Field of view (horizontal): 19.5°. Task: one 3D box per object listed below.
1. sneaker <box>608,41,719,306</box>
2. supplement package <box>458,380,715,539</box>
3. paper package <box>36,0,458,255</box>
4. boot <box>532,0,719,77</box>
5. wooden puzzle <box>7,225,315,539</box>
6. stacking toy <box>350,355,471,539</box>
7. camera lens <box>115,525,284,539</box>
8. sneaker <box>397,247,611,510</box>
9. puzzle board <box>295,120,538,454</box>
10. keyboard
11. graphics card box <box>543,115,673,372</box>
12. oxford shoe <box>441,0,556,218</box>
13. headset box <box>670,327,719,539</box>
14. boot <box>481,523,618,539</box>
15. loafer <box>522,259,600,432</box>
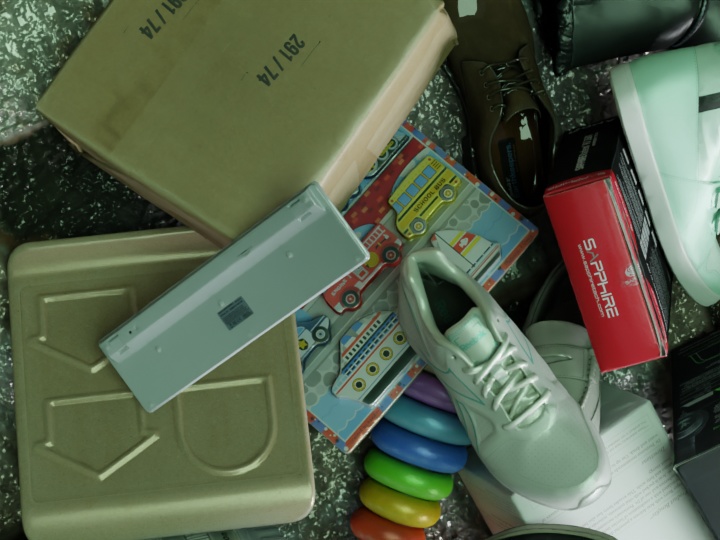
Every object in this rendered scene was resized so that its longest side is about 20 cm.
[{"bbox_3d":[0.253,-0.067,1.441,0.118,0.074,0.201,-17,123,11],"label":"sneaker"},{"bbox_3d":[0.175,0.194,1.473,0.121,0.120,0.200,-32,105,-12],"label":"supplement package"},{"bbox_3d":[-0.071,-0.124,1.333,0.190,0.103,0.200,33,84,10],"label":"paper package"},{"bbox_3d":[0.207,-0.163,1.471,0.162,0.073,0.199,-8,96,-17],"label":"boot"},{"bbox_3d":[-0.130,0.074,1.359,0.185,0.046,0.201,-6,72,-3],"label":"wooden puzzle"},{"bbox_3d":[0.033,0.145,1.445,0.085,0.085,0.201,17,94,-19],"label":"stacking toy"},{"bbox_3d":[-0.143,0.247,1.351,0.199,0.160,0.161,-10,99,-17],"label":"camera lens"},{"bbox_3d":[0.082,0.068,1.323,0.070,0.080,0.200,-37,66,-6],"label":"sneaker"},{"bbox_3d":[0.000,0.000,1.409,0.151,0.017,0.200,39,82,13],"label":"puzzle board"},{"bbox_3d":[-0.080,0.019,1.276,0.200,0.011,0.056,-35,98,31],"label":"keyboard"},{"bbox_3d":[0.169,-0.023,1.409,0.051,0.200,0.126,-17,103,15],"label":"graphics card box"},{"bbox_3d":[0.099,-0.133,1.432,0.072,0.084,0.201,-19,100,-14],"label":"oxford shoe"},{"bbox_3d":[0.295,0.146,1.457,0.093,0.200,0.174,-27,107,17],"label":"headset box"},{"bbox_3d":[0.071,0.232,1.336,0.203,0.154,0.074,-8,110,11],"label":"boot"},{"bbox_3d":[0.129,0.067,1.417,0.070,0.200,0.070,-8,121,18],"label":"loafer"}]
